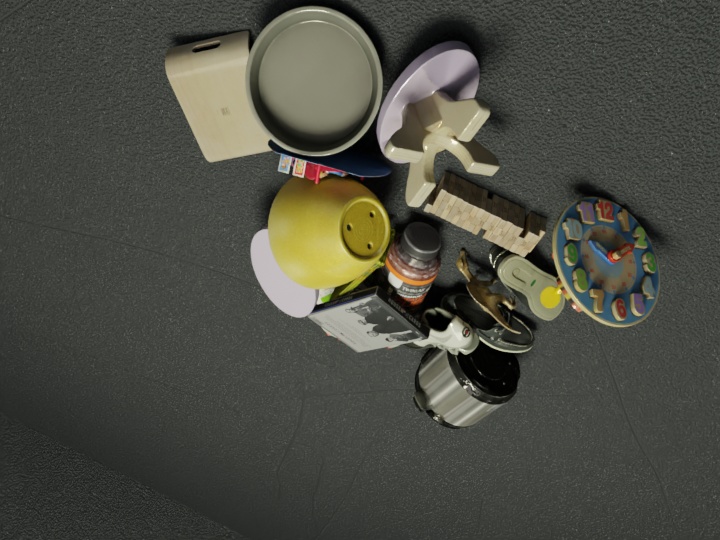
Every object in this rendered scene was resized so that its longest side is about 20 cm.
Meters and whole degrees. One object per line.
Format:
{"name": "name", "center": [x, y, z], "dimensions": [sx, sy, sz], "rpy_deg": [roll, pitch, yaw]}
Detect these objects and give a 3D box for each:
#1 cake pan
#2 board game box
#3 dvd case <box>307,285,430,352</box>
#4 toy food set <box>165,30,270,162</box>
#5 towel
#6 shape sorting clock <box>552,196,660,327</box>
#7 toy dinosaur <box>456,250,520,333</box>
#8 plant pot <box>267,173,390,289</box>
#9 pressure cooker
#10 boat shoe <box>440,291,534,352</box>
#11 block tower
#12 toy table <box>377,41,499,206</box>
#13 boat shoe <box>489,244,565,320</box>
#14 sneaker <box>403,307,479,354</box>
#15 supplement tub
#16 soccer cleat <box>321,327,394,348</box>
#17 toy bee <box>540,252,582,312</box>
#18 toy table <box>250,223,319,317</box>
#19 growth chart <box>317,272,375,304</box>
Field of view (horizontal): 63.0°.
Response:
{"name": "cake pan", "center": [-0.066, -0.269, 0.848], "dimensions": [0.196, 0.037, 0.205], "rpy_deg": [0, 104, 1]}
{"name": "board game box", "center": [-0.050, -0.164, 0.925], "dimensions": [0.196, 0.158, 0.040], "rpy_deg": [17, 113, 5]}
{"name": "dvd case", "center": [0.012, 0.098, 1.111], "dimensions": [0.150, 0.025, 0.198], "rpy_deg": [39, 144, -28]}
{"name": "toy food set", "center": [-0.214, -0.276, 0.963], "dimensions": [0.140, 0.061, 0.202], "rpy_deg": [-7, 133, 12]}
{"name": "towel", "center": [0.000, 0.000, 1.089], "dimensions": [0.018, 0.087, 0.200], "rpy_deg": [34, 141, -11]}
{"name": "shape sorting clock", "center": [0.372, -0.017, 0.878], "dimensions": [0.198, 0.202, 0.039], "rpy_deg": [29, 151, -9]}
{"name": "toy dinosaur", "center": [0.228, 0.055, 1.042], "dimensions": [0.100, 0.202, 0.058], "rpy_deg": [15, 125, -45]}
{"name": "plant pot", "center": [-0.031, -0.067, 0.956], "dimensions": [0.200, 0.201, 0.141], "rpy_deg": [48, 156, -27]}
{"name": "pressure cooker", "center": [0.206, 0.226, 1.206], "dimensions": [0.173, 0.181, 0.201], "rpy_deg": [26, 137, -10]}
{"name": "boat shoe", "center": [0.251, 0.094, 1.125], "dimensions": [0.197, 0.075, 0.066], "rpy_deg": [31, 160, 3]}
{"name": "block tower", "center": [0.207, -0.093, 0.973], "dimensions": [0.197, 0.055, 0.058], "rpy_deg": [23, 137, -3]}
{"name": "toy table", "center": [0.104, -0.195, 0.819], "dimensions": [0.180, 0.119, 0.201], "rpy_deg": [-4, 146, -19]}
{"name": "boat shoe", "center": [0.301, 0.020, 1.052], "dimensions": [0.199, 0.068, 0.072], "rpy_deg": [37, 98, -32]}
{"name": "sneaker", "center": [0.133, 0.104, 1.136], "dimensions": [0.198, 0.075, 0.089], "rpy_deg": [-4, 134, 50]}
{"name": "supplement tub", "center": [0.083, 0.005, 1.082], "dimensions": [0.105, 0.108, 0.202], "rpy_deg": [21, 138, 0]}
{"name": "soccer cleat", "center": [0.011, 0.113, 1.234], "dimensions": [0.197, 0.070, 0.078], "rpy_deg": [15, 141, -22]}
{"name": "toy bee", "center": [0.350, 0.011, 0.973], "dimensions": [0.109, 0.130, 0.200], "rpy_deg": [53, -175, 17]}
{"name": "toy table", "center": [-0.124, -0.027, 1.117], "dimensions": [0.180, 0.118, 0.203], "rpy_deg": [14, 134, 17]}
{"name": "growth chart", "center": [-0.021, 0.054, 1.242], "dimensions": [0.144, 0.018, 0.198], "rpy_deg": [42, 135, -22]}
